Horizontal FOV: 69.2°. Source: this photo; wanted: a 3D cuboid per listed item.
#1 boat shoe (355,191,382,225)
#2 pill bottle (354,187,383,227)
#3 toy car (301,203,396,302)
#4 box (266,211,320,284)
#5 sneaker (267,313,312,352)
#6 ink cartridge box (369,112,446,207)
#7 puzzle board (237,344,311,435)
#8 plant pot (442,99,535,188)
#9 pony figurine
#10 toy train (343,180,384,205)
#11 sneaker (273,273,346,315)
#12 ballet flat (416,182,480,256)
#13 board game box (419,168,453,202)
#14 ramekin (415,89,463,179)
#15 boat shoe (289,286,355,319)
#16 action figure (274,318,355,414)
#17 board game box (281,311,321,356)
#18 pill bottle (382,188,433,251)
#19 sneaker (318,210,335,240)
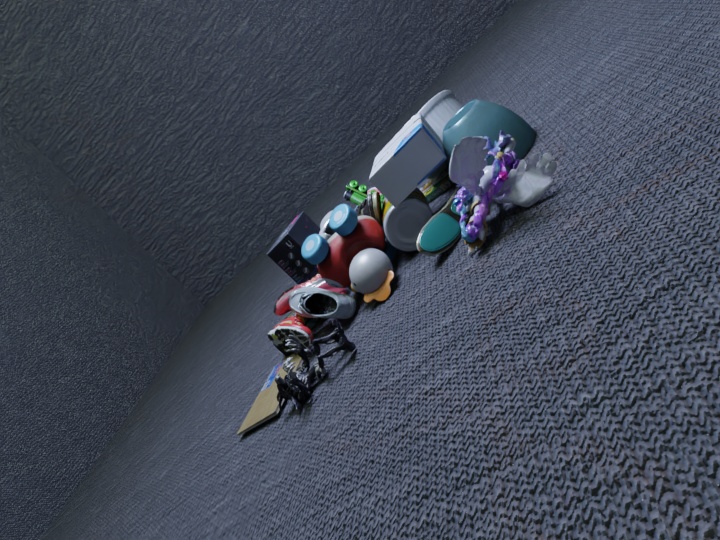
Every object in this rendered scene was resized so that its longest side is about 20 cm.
[{"bbox_3d":[0.019,-0.128,1.224,0.200,0.063,0.076,81,-173,-76],"label":"boat shoe"},{"bbox_3d":[0.020,-0.120,1.392,0.108,0.109,0.202,-27,24,50],"label":"pill bottle"},{"bbox_3d":[0.000,0.000,1.115,0.176,0.183,0.202,-42,44,13],"label":"toy car"},{"bbox_3d":[-0.134,-0.034,1.414,0.105,0.200,0.123,-37,16,34],"label":"box"},{"bbox_3d":[-0.157,0.136,1.219,0.085,0.077,0.198,-48,17,-25],"label":"sneaker"},{"bbox_3d":[0.099,-0.238,1.098,0.144,0.084,0.201,-42,15,21],"label":"ink cartridge box"},{"bbox_3d":[-0.186,0.262,1.155,0.150,0.017,0.202,-37,17,36],"label":"puzzle board"},{"bbox_3d":[0.250,-0.278,1.111,0.199,0.135,0.201,-42,15,14],"label":"plant pot"},{"bbox_3d":[0.222,-0.150,0.886,0.202,0.162,0.196,-67,-6,-47],"label":"pony figurine"},{"bbox_3d":[0.041,-0.169,1.338,0.057,0.196,0.042,-56,-17,-24],"label":"toy train"},{"bbox_3d":[-0.122,0.072,1.276,0.196,0.089,0.074,-29,-16,5],"label":"sneaker"},{"bbox_3d":[0.176,-0.093,1.017,0.201,0.067,0.063,-48,-13,-19],"label":"ballet flat"},{"bbox_3d":[0.172,-0.201,1.351,0.198,0.023,0.106,-35,21,39],"label":"board game box"},{"bbox_3d":[0.187,-0.320,1.266,0.200,0.098,0.201,-43,-13,-12],"label":"ramekin"},{"bbox_3d":[-0.101,0.070,1.171,0.197,0.071,0.073,2,83,40],"label":"boat shoe"},{"bbox_3d":[-0.108,0.178,0.995,0.199,0.102,0.119,-43,26,5],"label":"action figure"},{"bbox_3d":[-0.167,0.140,1.392,0.136,0.028,0.200,-47,15,0],"label":"board game box"},{"bbox_3d":[0.103,-0.129,1.177,0.111,0.111,0.201,-41,16,15],"label":"pill bottle"},{"bbox_3d":[-0.071,-0.115,1.377,0.202,0.073,0.090,-75,7,-53],"label":"sneaker"}]
